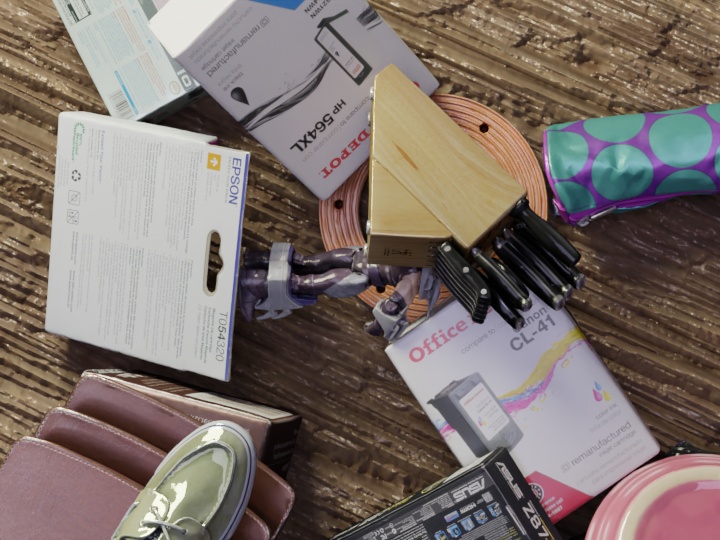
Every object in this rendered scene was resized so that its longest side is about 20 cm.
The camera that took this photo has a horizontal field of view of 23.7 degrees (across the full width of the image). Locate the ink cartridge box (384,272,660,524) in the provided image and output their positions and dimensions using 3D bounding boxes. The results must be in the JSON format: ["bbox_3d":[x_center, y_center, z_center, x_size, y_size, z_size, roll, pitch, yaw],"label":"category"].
[{"bbox_3d":[0.133,0.104,1.429,0.147,0.086,0.200,-35,91,6],"label":"ink cartridge box"}]

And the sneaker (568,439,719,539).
[{"bbox_3d":[0.259,0.192,1.432,0.199,0.076,0.088,-16,72,2],"label":"sneaker"}]

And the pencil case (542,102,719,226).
[{"bbox_3d":[0.255,-0.088,1.432,0.199,0.085,0.093,-8,70,8],"label":"pencil case"}]

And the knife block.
[{"bbox_3d":[0.092,-0.057,1.359,0.175,0.064,0.201,2,69,-3],"label":"knife block"}]

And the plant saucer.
[{"bbox_3d":[0.272,0.231,1.335,0.200,0.051,0.201,-2,60,3],"label":"plant saucer"}]

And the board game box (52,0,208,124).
[{"bbox_3d":[-0.152,-0.230,1.505,0.199,0.064,0.148,-28,85,7],"label":"board game box"}]

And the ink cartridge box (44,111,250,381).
[{"bbox_3d":[-0.175,-0.023,1.455,0.199,0.043,0.197,13,104,26],"label":"ink cartridge box"}]

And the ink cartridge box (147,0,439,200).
[{"bbox_3d":[-0.052,-0.178,1.421,0.146,0.084,0.200,-45,126,4],"label":"ink cartridge box"}]

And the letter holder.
[{"bbox_3d":[-0.165,0.176,1.299,0.200,0.101,0.142,29,88,6],"label":"letter holder"}]

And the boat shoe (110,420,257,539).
[{"bbox_3d":[-0.141,0.195,1.215,0.072,0.062,0.200,33,86,7],"label":"boat shoe"}]

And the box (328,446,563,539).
[{"bbox_3d":[0.078,0.256,1.406,0.200,0.049,0.162,-34,87,33],"label":"box"}]

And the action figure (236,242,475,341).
[{"bbox_3d":[0.000,0.000,1.431,0.199,0.130,0.070,-6,128,13],"label":"action figure"}]

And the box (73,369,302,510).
[{"bbox_3d":[-0.159,0.197,1.430,0.164,0.166,0.201,14,88,7],"label":"box"}]

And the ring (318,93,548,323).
[{"bbox_3d":[0.063,-0.053,1.489,0.200,0.019,0.201,-1,86,8],"label":"ring"}]
